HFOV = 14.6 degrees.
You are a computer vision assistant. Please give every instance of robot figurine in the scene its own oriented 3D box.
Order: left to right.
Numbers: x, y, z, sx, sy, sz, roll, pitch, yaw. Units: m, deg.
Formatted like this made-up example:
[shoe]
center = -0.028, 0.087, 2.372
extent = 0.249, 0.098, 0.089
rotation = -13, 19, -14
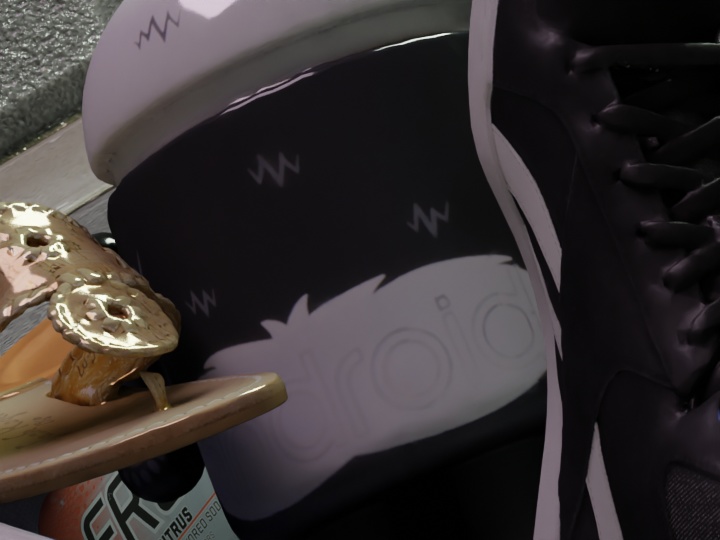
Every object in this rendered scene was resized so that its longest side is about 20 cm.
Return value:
[robot figurine]
center = 0.002, -0.001, 0.769
extent = 0.149, 0.201, 0.125
rotation = -20, -10, -18

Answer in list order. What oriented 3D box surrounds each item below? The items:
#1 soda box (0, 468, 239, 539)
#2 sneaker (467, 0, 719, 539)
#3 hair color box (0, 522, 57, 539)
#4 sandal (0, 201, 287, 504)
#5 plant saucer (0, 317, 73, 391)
[soda box]
center = -0.068, 0.079, 0.858
extent = 0.068, 0.064, 0.200
rotation = -22, 0, 38
[sneaker]
center = 0.084, 0.001, 0.612
extent = 0.073, 0.202, 0.112
rotation = -10, 6, -27
[hair color box]
center = -0.091, 0.113, 0.656
extent = 0.199, 0.060, 0.100
rotation = 8, 64, 52
[sandal]
center = -0.091, 0.018, 0.731
extent = 0.077, 0.070, 0.211
rotation = -21, 2, -25
[plant saucer]
center = -0.076, 0.020, 1.074
extent = 0.199, 0.038, 0.200
rotation = -33, 10, 6
